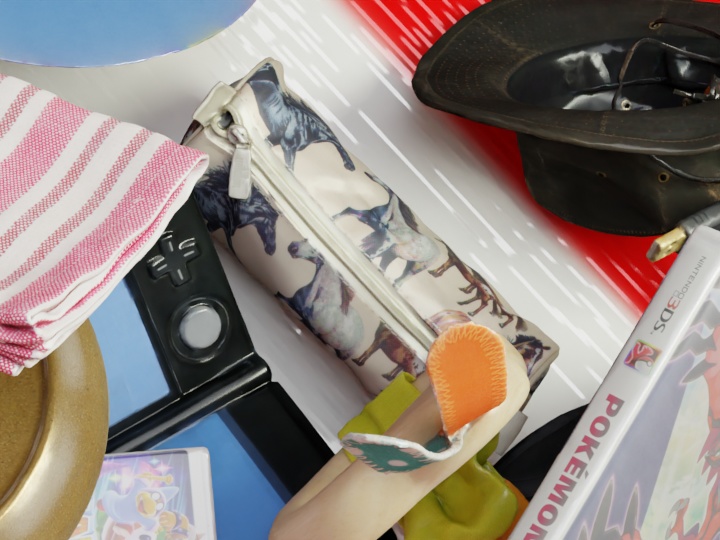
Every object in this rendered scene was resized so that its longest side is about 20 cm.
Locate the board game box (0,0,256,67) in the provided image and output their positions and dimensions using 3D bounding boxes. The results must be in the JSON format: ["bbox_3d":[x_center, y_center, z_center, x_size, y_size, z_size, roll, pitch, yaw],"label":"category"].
[{"bbox_3d":[-0.136,-0.144,1.148,0.158,0.039,0.200,-8,49,-21],"label":"board game box"}]

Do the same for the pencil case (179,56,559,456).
[{"bbox_3d":[0.000,0.000,1.112,0.200,0.089,0.078,46,102,6],"label":"pencil case"}]

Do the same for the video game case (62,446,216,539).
[{"bbox_3d":[-0.152,0.148,1.001,0.200,0.018,0.144,-4,83,-9],"label":"video game case"}]

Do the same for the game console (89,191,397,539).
[{"bbox_3d":[-0.112,0.078,1.045,0.200,0.116,0.176,-30,118,-19],"label":"game console"}]

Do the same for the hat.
[{"bbox_3d":[0.124,-0.062,1.156,0.200,0.081,0.201,-3,27,2],"label":"hat"}]

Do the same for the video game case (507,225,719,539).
[{"bbox_3d":[0.123,0.099,1.032,0.023,0.200,0.182,27,80,31],"label":"video game case"}]

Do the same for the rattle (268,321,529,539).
[{"bbox_3d":[0.048,0.097,0.971,0.130,0.200,0.143,-26,86,-24],"label":"rattle"}]

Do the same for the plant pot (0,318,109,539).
[{"bbox_3d":[-0.197,0.049,0.996,0.200,0.027,0.200,3,64,-6],"label":"plant pot"}]

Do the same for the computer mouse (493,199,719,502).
[{"bbox_3d":[0.134,0.052,1.099,0.200,0.141,0.046,-26,33,-18],"label":"computer mouse"}]

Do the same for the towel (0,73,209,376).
[{"bbox_3d":[-0.178,-0.042,1.016,0.200,0.030,0.146,23,41,13],"label":"towel"}]
